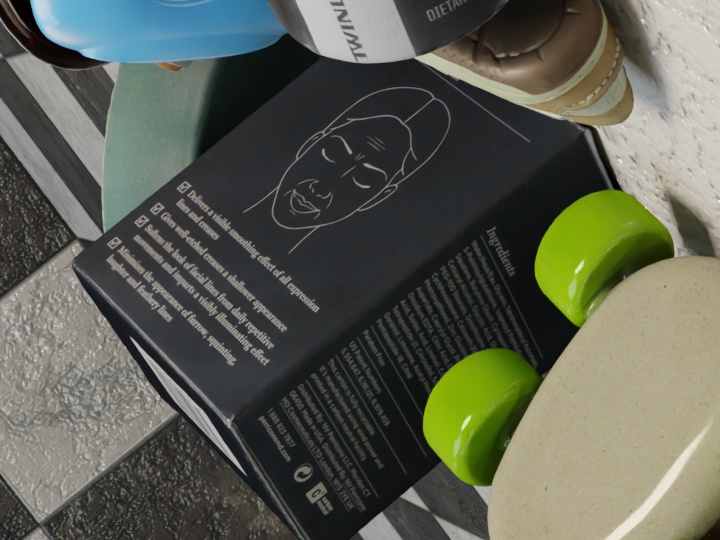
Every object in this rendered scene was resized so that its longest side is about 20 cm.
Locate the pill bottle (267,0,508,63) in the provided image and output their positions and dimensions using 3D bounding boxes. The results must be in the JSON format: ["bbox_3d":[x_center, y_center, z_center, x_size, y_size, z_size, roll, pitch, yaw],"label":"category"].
[{"bbox_3d":[-0.012,-0.172,0.828,0.106,0.106,0.200,43,167,39],"label":"pill bottle"}]

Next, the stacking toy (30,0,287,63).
[{"bbox_3d":[-0.091,-0.165,1.002,0.200,0.115,0.110,-124,31,-63],"label":"stacking toy"}]

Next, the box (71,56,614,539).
[{"bbox_3d":[0.000,0.000,1.094,0.148,0.200,0.107,41,167,45],"label":"box"}]

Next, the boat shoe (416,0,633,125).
[{"bbox_3d":[0.033,-0.109,0.977,0.200,0.072,0.076,44,-177,42],"label":"boat shoe"}]

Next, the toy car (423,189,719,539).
[{"bbox_3d":[0.157,0.084,1.013,0.200,0.158,0.164,20,-160,-47],"label":"toy car"}]

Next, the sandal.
[{"bbox_3d":[-0.130,-0.118,1.079,0.079,0.059,0.207,30,-169,-27],"label":"sandal"}]

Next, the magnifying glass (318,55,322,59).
[{"bbox_3d":[-0.031,-0.141,1.261,0.080,0.022,0.200,53,171,-6],"label":"magnifying glass"}]

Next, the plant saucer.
[{"bbox_3d":[-0.062,-0.058,1.191,0.036,0.201,0.200,8,149,23],"label":"plant saucer"}]
